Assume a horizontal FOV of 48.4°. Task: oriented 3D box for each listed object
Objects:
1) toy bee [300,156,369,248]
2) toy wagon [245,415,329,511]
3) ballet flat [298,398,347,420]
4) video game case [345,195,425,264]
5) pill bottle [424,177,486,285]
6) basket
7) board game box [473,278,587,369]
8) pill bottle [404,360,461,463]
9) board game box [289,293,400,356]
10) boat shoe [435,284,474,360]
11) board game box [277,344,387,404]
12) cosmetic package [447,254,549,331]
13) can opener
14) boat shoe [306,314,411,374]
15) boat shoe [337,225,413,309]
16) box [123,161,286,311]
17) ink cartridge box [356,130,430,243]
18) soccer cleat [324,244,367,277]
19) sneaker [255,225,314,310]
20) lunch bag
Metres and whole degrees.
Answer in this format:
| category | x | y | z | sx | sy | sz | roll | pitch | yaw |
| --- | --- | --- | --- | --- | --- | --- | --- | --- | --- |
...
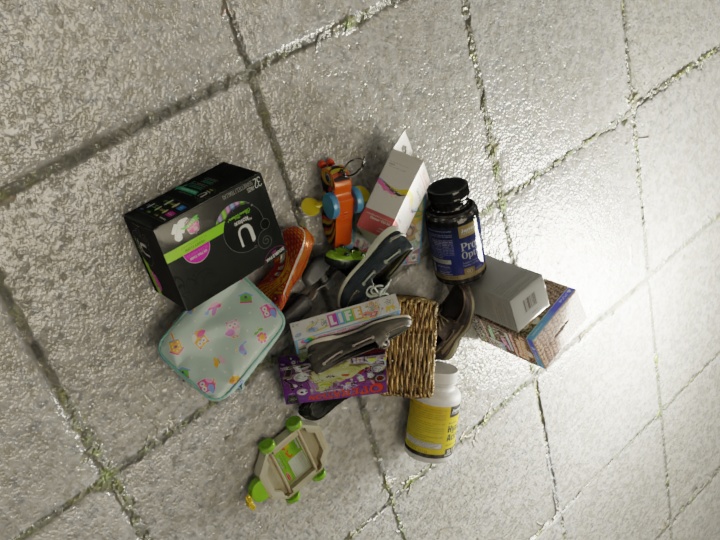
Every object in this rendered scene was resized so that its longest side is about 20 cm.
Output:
| category | x | y | z | sx | sy | sz | roll | pitch | yaw |
| --- | --- | --- | --- | --- | --- | --- | --- | --- | --- |
| toy bee | -0.037 | -0.146 | 1.447 | 0.130 | 0.109 | 0.201 | 2 | 130 | -40 |
| toy wagon | -0.150 | 0.383 | 1.558 | 0.199 | 0.039 | 0.157 | -36 | 124 | -24 |
| ballet flat | -0.044 | 0.231 | 1.598 | 0.199 | 0.056 | 0.067 | -29 | 107 | -36 |
| video game case | 0.045 | -0.076 | 1.580 | 0.198 | 0.018 | 0.145 | -7 | 110 | -37 |
| pill bottle | 0.192 | -0.081 | 1.637 | 0.111 | 0.111 | 0.202 | -29 | 122 | -28 |
| basket | 0.074 | 0.151 | 1.625 | 0.141 | 0.149 | 0.203 | 3 | 91 | -6 |
| board game box | 0.370 | 0.101 | 1.785 | 0.160 | 0.199 | 0.097 | -46 | 128 | -18 |
| pill bottle | 0.160 | 0.305 | 1.739 | 0.110 | 0.111 | 0.203 | -5 | 107 | -38 |
| board game box | -0.027 | 0.109 | 1.471 | 0.197 | 0.035 | 0.135 | -15 | 157 | -7 |
| boat shoe | 0.182 | 0.115 | 1.692 | 0.073 | 0.075 | 0.202 | -6 | 127 | -31 |
| board game box | -0.049 | 0.195 | 1.494 | 0.197 | 0.033 | 0.121 | -7 | 140 | -2 |
| cosmetic package | 0.286 | 0.040 | 1.696 | 0.107 | 0.199 | 0.086 | -35 | 122 | -22 |
| can opener | -0.121 | 0.050 | 1.466 | 0.200 | 0.053 | 0.067 | -44 | 114 | -19 |
| boat shoe | 0.002 | 0.134 | 1.429 | 0.197 | 0.058 | 0.067 | -16 | 158 | -3 |
| boat shoe | 0.028 | 0.012 | 1.430 | 0.074 | 0.062 | 0.201 | -3 | 136 | -53 |
| box | -0.246 | -0.059 | 1.277 | 0.199 | 0.124 | 0.150 | -34 | 122 | -27 |
| ink cartridge box | 0.072 | -0.144 | 1.493 | 0.202 | 0.067 | 0.117 | -65 | 164 | -7 |
| soccer cleat | 0.000 | 0.000 | 1.498 | 0.199 | 0.067 | 0.082 | 5 | 106 | -54 |
| sneaker | -0.137 | 0.018 | 1.429 | 0.201 | 0.073 | 0.077 | -59 | 157 | 5 |
| lunch bag | -0.230 | 0.114 | 1.338 | 0.160 | 0.077 | 0.200 | 43 | 76 | -8 |
